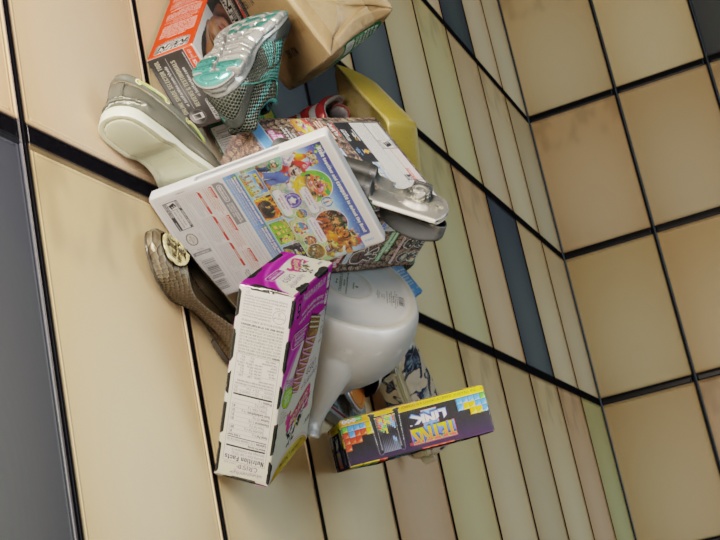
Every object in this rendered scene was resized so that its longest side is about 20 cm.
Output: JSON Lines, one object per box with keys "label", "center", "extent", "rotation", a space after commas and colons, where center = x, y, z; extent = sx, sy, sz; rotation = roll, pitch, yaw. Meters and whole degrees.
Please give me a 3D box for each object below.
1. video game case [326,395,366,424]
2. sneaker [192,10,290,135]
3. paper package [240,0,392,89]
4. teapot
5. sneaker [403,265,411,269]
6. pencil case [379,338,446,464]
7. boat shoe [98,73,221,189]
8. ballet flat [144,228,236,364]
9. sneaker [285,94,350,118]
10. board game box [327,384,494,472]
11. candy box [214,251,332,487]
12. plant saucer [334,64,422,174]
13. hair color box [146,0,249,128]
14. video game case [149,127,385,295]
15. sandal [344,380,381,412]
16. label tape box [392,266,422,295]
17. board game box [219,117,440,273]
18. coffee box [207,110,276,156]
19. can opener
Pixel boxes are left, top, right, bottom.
{"label": "video game case", "center": [-0.034, 0.103, 1.669], "extent": [0.143, 0.017, 0.201], "rotation": [45, 33, -55]}
{"label": "sneaker", "center": [-0.120, -0.215, 1.435], "extent": [0.091, 0.077, 0.200], "rotation": [68, 28, -28]}
{"label": "paper package", "center": [-0.079, -0.330, 1.577], "extent": [0.191, 0.103, 0.200], "rotation": [52, -18, -7]}
{"label": "teapot", "center": [-0.038, 0.068, 1.493], "extent": [0.197, 0.146, 0.200], "rotation": [42, 36, 27]}
{"label": "sneaker", "center": [0.024, -0.077, 1.862], "extent": [0.078, 0.091, 0.201], "rotation": [17, 57, -70]}
{"label": "pencil case", "center": [0.065, 0.166, 1.783], "extent": [0.090, 0.078, 0.200], "rotation": [-76, 149, -52]}
{"label": "boat shoe", "center": [-0.188, -0.123, 1.333], "extent": [0.202, 0.072, 0.060], "rotation": [44, 38, -50]}
{"label": "ballet flat", "center": [-0.155, 0.026, 1.334], "extent": [0.068, 0.046, 0.200], "rotation": [-89, 155, -45]}
{"label": "sneaker", "center": [-0.043, -0.170, 1.732], "extent": [0.200, 0.112, 0.071], "rotation": [13, 56, -70]}
{"label": "board game box", "center": [0.052, 0.184, 1.506], "extent": [0.200, 0.165, 0.057], "rotation": [114, -36, -79]}
{"label": "candy box", "center": [-0.085, 0.096, 1.316], "extent": [0.136, 0.061, 0.201], "rotation": [-45, 146, -69]}
{"label": "plant saucer", "center": [0.031, -0.144, 1.673], "extent": [0.200, 0.048, 0.201], "rotation": [-125, -157, -55]}
{"label": "hair color box", "center": [-0.177, -0.258, 1.504], "extent": [0.200, 0.061, 0.102], "rotation": [-83, 152, -50]}
{"label": "video game case", "center": [-0.094, -0.054, 1.339], "extent": [0.018, 0.199, 0.143], "rotation": [-86, 153, -51]}
{"label": "sandal", "center": [0.006, 0.087, 1.677], "extent": [0.207, 0.059, 0.079], "rotation": [-86, 152, -49]}
{"label": "label tape box", "center": [-0.005, -0.030, 1.735], "extent": [0.200, 0.063, 0.144], "rotation": [53, 6, 3]}
{"label": "board game box", "center": [-0.036, -0.085, 1.480], "extent": [0.200, 0.097, 0.160], "rotation": [-6, 47, -40]}
{"label": "coffee box", "center": [-0.116, -0.128, 1.594], "extent": [0.123, 0.044, 0.200], "rotation": [-81, 149, -55]}
{"label": "can opener", "center": [-0.006, -0.077, 1.370], "extent": [0.053, 0.199, 0.067], "rotation": [-68, 173, -55]}
